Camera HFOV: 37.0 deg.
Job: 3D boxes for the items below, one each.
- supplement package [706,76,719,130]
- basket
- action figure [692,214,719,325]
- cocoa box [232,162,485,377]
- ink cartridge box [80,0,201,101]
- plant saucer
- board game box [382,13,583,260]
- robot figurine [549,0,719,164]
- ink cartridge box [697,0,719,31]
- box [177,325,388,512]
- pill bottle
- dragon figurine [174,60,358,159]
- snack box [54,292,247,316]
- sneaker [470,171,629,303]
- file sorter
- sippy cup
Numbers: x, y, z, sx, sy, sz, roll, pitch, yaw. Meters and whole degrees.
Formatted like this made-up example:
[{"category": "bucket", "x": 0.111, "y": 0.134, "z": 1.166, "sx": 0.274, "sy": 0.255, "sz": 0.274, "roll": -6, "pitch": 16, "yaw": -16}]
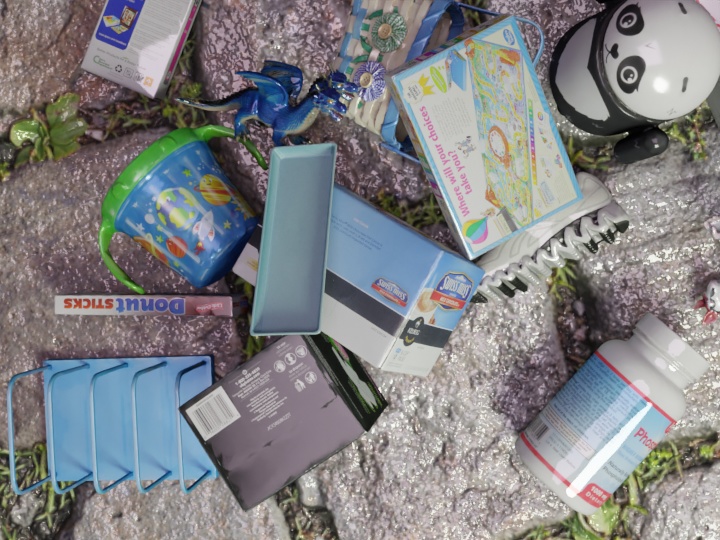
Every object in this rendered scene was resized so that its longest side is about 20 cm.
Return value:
[{"category": "supplement package", "x": 0.463, "y": -0.175, "z": 1.050, "sx": 0.199, "sy": 0.151, "sz": 0.152, "roll": -24, "pitch": 88, "yaw": 7}, {"category": "basket", "x": 0.070, "y": -0.193, "z": 1.107, "sx": 0.199, "sy": 0.139, "sz": 0.177, "roll": 20, "pitch": 97, "yaw": 9}, {"category": "action figure", "x": 0.435, "y": 0.000, "z": 1.102, "sx": 0.199, "sy": 0.149, "sz": 0.135, "roll": -27, "pitch": 67, "yaw": 27}, {"category": "cocoa box", "x": 0.000, "y": 0.000, "z": 1.100, "sx": 0.200, "sy": 0.133, "sz": 0.132, "roll": 32, "pitch": 95, "yaw": 26}, {"category": "ink cartridge box", "x": -0.230, "y": -0.299, "z": 1.197, "sx": 0.094, "sy": 0.037, "sz": 0.201, "roll": 23, "pitch": 97, "yaw": 7}, {"category": "plant saucer", "x": -0.061, "y": -0.030, "z": 1.033, "sx": 0.070, "sy": 0.019, "sz": 0.201, "roll": -2, "pitch": 67, "yaw": 15}, {"category": "board game box", "x": 0.123, "y": -0.130, "z": 1.056, "sx": 0.134, "sy": 0.034, "sz": 0.201, "roll": -27, "pitch": 110, "yaw": -7}, {"category": "robot figurine", "x": 0.260, "y": -0.198, "z": 1.049, "sx": 0.150, "sy": 0.200, "sz": 0.125, "roll": 45, "pitch": 78, "yaw": -12}, {"category": "ink cartridge box", "x": 0.381, "y": -0.326, "z": 1.090, "sx": 0.200, "sy": 0.083, "sz": 0.147, "roll": -42, "pitch": 87, "yaw": 6}, {"category": "box", "x": -0.071, "y": 0.139, "z": 1.107, "sx": 0.148, "sy": 0.200, "sz": 0.125, "roll": -34, "pitch": 86, "yaw": 7}, {"category": "pill bottle", "x": 0.261, "y": 0.144, "z": 1.109, "sx": 0.109, "sy": 0.109, "sz": 0.200, "roll": 41, "pitch": 97, "yaw": 4}, {"category": "dragon figurine", "x": -0.092, "y": -0.179, "z": 1.094, "sx": 0.199, "sy": 0.059, "sz": 0.100, "roll": 25, "pitch": 124, "yaw": 22}, {"category": "snack box", "x": -0.229, "y": 0.037, "z": 1.189, "sx": 0.199, "sy": 0.072, "sz": 0.024, "roll": 0, "pitch": 90, "yaw": 8}, {"category": "sneaker", "x": 0.180, "y": -0.031, "z": 1.140, "sx": 0.199, "sy": 0.075, "sz": 0.081, "roll": -29, "pitch": 72, "yaw": 7}, {"category": "file sorter", "x": -0.269, "y": 0.170, "z": 1.174, "sx": 0.199, "sy": 0.123, "sz": 0.140, "roll": -2, "pitch": 91, "yaw": 8}, {"category": "sippy cup", "x": -0.179, "y": -0.058, "z": 1.138, "sx": 0.130, "sy": 0.140, "sz": 0.178, "roll": 44, "pitch": 120, "yaw": 6}]
